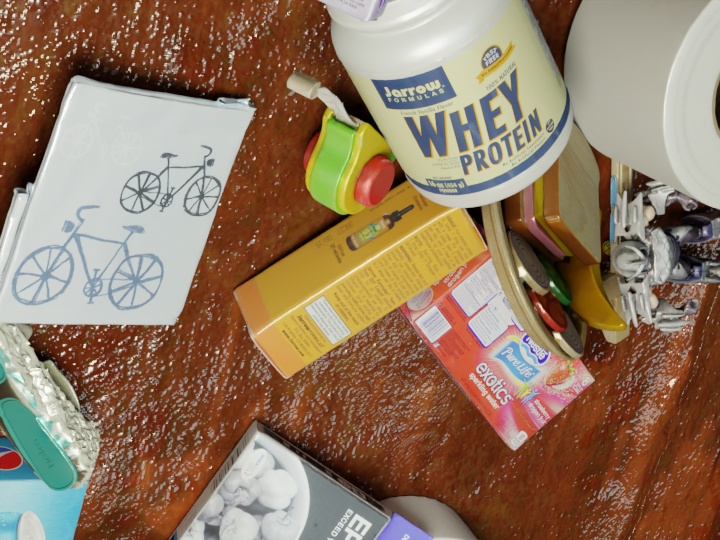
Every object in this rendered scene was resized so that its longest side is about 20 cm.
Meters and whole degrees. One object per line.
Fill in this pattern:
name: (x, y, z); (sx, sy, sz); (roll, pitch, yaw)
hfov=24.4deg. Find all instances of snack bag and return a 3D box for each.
snack bag: (-0.180, -0.048, 1.241); (0.188, 0.021, 0.201); (3, 116, -48)

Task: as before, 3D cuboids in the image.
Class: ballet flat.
ballet flat: (-0.263, 0.079, 1.268); (0.071, 0.072, 0.201); (-33, 112, -7)

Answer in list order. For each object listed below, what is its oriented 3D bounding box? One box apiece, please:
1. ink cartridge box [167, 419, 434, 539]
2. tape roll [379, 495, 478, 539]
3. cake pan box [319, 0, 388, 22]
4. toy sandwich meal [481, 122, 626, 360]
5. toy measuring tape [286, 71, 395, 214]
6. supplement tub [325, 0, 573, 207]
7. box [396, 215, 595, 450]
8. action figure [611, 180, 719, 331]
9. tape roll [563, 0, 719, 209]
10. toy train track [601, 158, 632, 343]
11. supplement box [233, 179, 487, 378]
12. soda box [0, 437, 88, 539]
ink cartridge box: (-0.067, 0.264, 1.457); (0.199, 0.043, 0.199); (34, 99, -13)
tape roll: (0.032, 0.316, 1.576); (0.201, 0.071, 0.204); (-15, 125, -22)
cake pan box: (-0.041, -0.291, 1.113); (0.199, 0.052, 0.185); (28, 107, 5)
toy sandwich meal: (0.164, -0.028, 1.369); (0.070, 0.206, 0.205); (-19, 134, 23)
toy measuring tape: (-0.022, -0.088, 1.273); (0.074, 0.074, 0.200); (-47, 157, 4)
supplement tub: (0.064, -0.163, 1.254); (0.145, 0.145, 0.201); (-36, 129, -5)
box: (0.105, 0.048, 1.437); (0.100, 0.096, 0.200); (-40, 129, -1)
action figure: (0.275, -0.017, 1.469); (0.199, 0.069, 0.131); (-9, 106, -56)
tape roll: (0.286, -0.164, 1.364); (0.201, 0.139, 0.205); (-12, 115, -27)
toy train track: (0.223, -0.033, 1.490); (0.114, 0.032, 0.202); (-26, 122, -43)
supplement box: (0.000, 0.000, 1.349); (0.199, 0.067, 0.069); (-34, 131, 6)
soda box: (-0.319, 0.174, 1.297); (0.198, 0.064, 0.068); (4, 116, -30)
